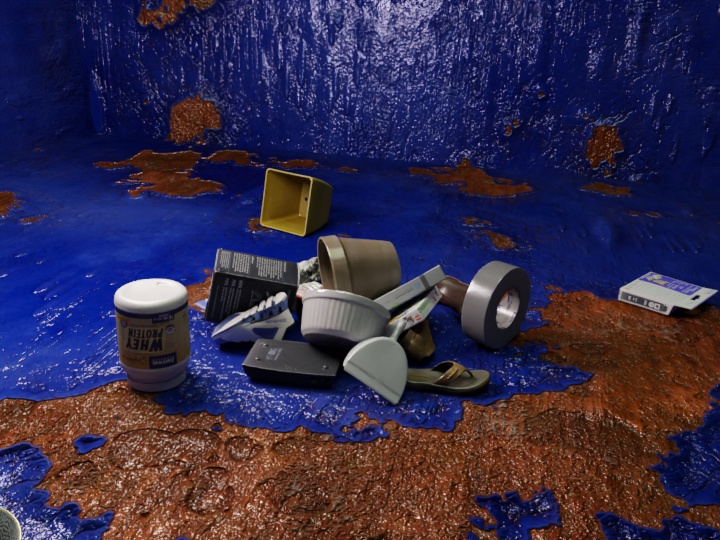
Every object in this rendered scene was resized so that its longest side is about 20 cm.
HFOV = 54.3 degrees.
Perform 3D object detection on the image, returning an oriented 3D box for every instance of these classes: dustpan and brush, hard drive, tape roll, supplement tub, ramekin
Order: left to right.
[{"bbox_3d":[-0.423,0.132,1.440,0.144,0.200,0.144,2,21,-1],"label":"supplement tub"},{"bbox_3d":[-0.142,0.200,1.515,0.200,0.042,0.135,6,22,6],"label":"hard drive"},{"bbox_3d":[-0.039,0.120,1.553,0.202,0.094,0.202,11,-19,4],"label":"ramekin"},{"bbox_3d":[0.058,0.168,1.476,0.139,0.057,0.200,35,63,-3],"label":"dustpan and brush"},{"bbox_3d":[0.321,0.081,1.656,0.066,0.201,0.200,20,27,38],"label":"tape roll"}]

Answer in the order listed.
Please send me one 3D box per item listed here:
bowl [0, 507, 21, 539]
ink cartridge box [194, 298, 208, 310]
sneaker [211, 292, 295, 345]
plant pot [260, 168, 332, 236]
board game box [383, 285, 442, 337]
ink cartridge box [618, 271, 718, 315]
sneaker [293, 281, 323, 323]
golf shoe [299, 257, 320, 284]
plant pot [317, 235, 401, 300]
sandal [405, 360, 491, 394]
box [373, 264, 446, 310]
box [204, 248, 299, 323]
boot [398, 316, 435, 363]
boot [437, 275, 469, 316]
[{"bbox_3d":[-0.534,0.399,0.892,0.200,0.094,0.201,2,21,-1],"label":"bowl"},{"bbox_3d":[-0.304,0.091,1.779,0.200,0.042,0.119,-15,28,-43],"label":"ink cartridge box"},{"bbox_3d":[-0.233,0.143,1.607,0.199,0.115,0.081,-25,17,10],"label":"sneaker"},{"bbox_3d":[-0.208,-0.239,2.452,0.200,0.200,0.176,16,13,31],"label":"plant pot"},{"bbox_3d":[0.117,0.104,1.686,0.126,0.035,0.200,-31,3,23],"label":"board game box"},{"bbox_3d":[0.859,0.069,1.959,0.198,0.043,0.200,-18,27,-41],"label":"ink cartridge box"},{"bbox_3d":[-0.119,0.082,1.786,0.108,0.067,0.201,-9,24,-27],"label":"sneaker"},{"bbox_3d":[-0.184,0.025,1.949,0.097,0.078,0.200,-10,11,28],"label":"golf shoe"},{"bbox_3d":[0.000,0.000,1.718,0.173,0.200,0.200,-12,24,-13],"label":"plant pot"},{"bbox_3d":[0.177,0.218,1.487,0.200,0.055,0.082,4,22,5],"label":"sandal"},{"bbox_3d":[0.096,0.062,1.705,0.200,0.041,0.156,-27,-5,-17],"label":"box"},{"bbox_3d":[-0.256,0.050,1.667,0.200,0.148,0.104,11,32,-13],"label":"box"},{"bbox_3d":[0.141,0.162,1.646,0.075,0.074,0.200,36,22,4],"label":"boot"},{"bbox_3d":[0.252,0.075,1.836,0.200,0.073,0.166,7,19,0],"label":"boot"}]
